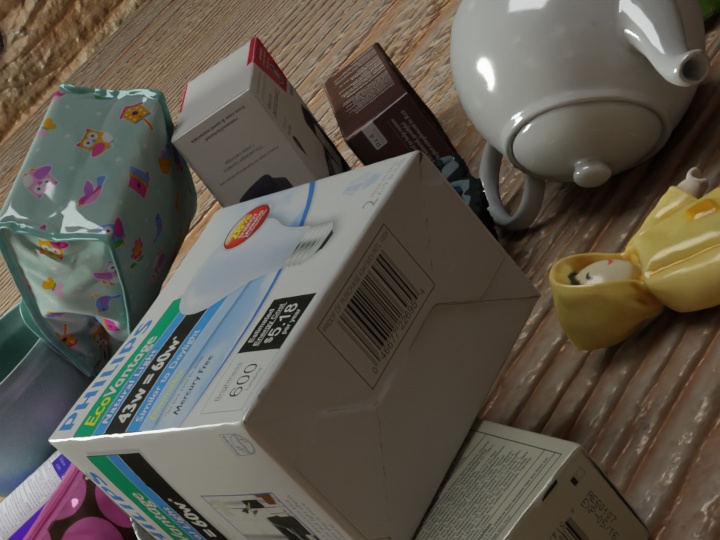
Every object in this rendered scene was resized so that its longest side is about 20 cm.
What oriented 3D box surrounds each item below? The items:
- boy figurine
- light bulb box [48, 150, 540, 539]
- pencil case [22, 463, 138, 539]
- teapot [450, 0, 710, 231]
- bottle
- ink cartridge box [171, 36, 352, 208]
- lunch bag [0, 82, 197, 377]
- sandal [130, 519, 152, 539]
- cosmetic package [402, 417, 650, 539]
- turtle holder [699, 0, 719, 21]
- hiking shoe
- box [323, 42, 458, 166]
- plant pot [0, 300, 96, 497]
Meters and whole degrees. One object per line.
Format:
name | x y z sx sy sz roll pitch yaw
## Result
boy figurine | 0.203 -0.024 0.863 0.199 0.065 0.125 -31 26 15
light bulb box | -0.038 0.057 0.820 0.199 0.125 0.199 -12 37 49
pencil case | -0.198 0.187 1.077 0.090 0.094 0.201 -9 37 34
teapot | 0.155 -0.126 1.028 0.196 0.200 0.147 -10 66 17
bottle | -0.278 0.222 1.184 0.200 0.065 0.083 -43 21 -7
ink cartridge box | -0.065 -0.079 1.232 0.084 0.200 0.145 -31 22 13
lunch bag | -0.210 -0.028 1.195 0.121 0.201 0.171 7 54 11
sandal | -0.149 0.137 1.002 0.076 0.043 0.200 -54 39 5
cosmetic package | 0.050 0.139 0.786 0.104 0.073 0.200 -48 22 -17
turtle holder | 0.187 -0.211 1.163 0.142 0.184 0.132 -63 9 6
hiking shoe | 0.055 -0.032 1.093 0.086 0.075 0.200 -17 13 0
box | 0.029 -0.129 1.306 0.075 0.100 0.200 -36 22 9
plant pot | -0.288 0.126 1.291 0.200 0.134 0.201 -37 20 16
